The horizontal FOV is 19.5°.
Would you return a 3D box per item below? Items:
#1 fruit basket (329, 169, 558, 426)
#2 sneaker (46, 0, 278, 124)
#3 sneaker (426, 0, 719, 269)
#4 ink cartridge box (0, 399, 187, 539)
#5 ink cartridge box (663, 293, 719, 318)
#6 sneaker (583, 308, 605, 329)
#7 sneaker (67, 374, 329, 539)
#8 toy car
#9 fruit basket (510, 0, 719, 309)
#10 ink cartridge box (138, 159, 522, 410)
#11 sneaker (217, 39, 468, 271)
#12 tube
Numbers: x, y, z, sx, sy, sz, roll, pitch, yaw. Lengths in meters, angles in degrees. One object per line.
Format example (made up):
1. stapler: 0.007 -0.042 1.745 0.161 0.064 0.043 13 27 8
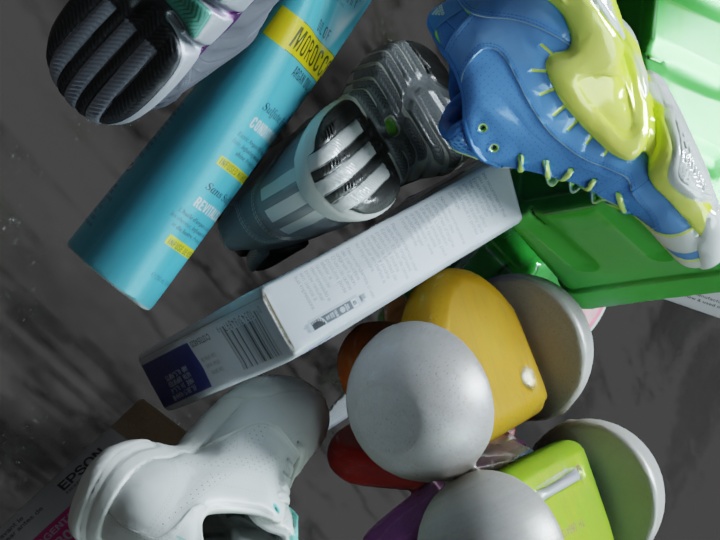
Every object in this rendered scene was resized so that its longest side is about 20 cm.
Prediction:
1. fruit basket: 0.051 0.018 1.298 0.185 0.094 0.200 -32 172 -46
2. sneaker: -0.047 -0.143 0.883 0.200 0.075 0.087 -41 173 11
3. sneaker: 0.099 -0.070 1.019 0.104 0.201 0.076 -27 -157 11
4. ink cartridge box: -0.149 0.198 1.184 0.200 0.075 0.165 -42 142 -21
5. ink cartridge box: 0.276 -0.086 1.449 0.145 0.083 0.201 -76 -175 -46
6. sneaker: 0.148 -0.029 1.404 0.201 0.075 0.105 -55 163 -1
7. sneaker: -0.059 0.115 1.077 0.200 0.088 0.076 -24 135 -56
8. toy car: 0.055 0.107 1.128 0.149 0.201 0.175 -29 175 35
9. fruit basket: 0.176 -0.075 1.184 0.155 0.218 0.215 -9 -171 43
10. ink cartridge box: 0.000 0.000 1.097 0.199 0.041 0.199 -31 -178 -25
11. sneaker: -0.020 -0.055 1.086 0.115 0.075 0.200 -28 -177 27
12. tube: -0.059 -0.075 0.996 0.201 0.050 0.077 -52 166 0
